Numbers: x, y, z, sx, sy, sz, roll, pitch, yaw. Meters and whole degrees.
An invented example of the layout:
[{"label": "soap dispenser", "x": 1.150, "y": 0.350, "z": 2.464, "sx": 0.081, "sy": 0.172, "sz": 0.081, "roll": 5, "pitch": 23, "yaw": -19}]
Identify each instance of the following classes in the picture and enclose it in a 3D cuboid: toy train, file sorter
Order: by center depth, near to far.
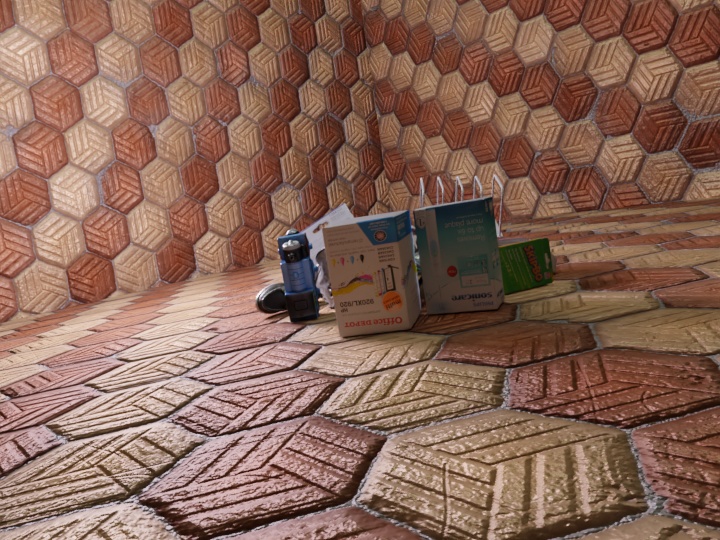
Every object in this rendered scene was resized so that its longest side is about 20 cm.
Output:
[{"label": "toy train", "x": -0.139, "y": 0.012, "z": 1.340, "sx": 0.083, "sy": 0.207, "sz": 0.115, "roll": -8, "pitch": 17, "yaw": 0}, {"label": "file sorter", "x": 0.234, "y": -0.150, "z": 1.403, "sx": 0.192, "sy": 0.129, "sz": 0.140, "roll": -1, "pitch": 24, "yaw": 4}]

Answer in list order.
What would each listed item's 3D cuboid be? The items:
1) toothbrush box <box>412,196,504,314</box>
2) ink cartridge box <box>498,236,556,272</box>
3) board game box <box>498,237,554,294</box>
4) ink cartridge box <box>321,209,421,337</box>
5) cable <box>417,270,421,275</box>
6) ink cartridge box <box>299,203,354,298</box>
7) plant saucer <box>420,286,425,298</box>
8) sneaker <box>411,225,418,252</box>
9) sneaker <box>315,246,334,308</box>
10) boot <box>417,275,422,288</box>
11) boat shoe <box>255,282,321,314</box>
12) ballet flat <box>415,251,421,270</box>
[{"label": "toothbrush box", "x": 0.191, "y": -0.028, "z": 1.137, "sx": 0.142, "sy": 0.208, "sz": 0.085, "roll": -5, "pitch": 8, "yaw": 26}, {"label": "ink cartridge box", "x": 0.331, "y": -0.043, "z": 1.373, "sx": 0.196, "sy": 0.045, "sz": 0.173, "roll": -4, "pitch": -31, "yaw": 41}, {"label": "board game box", "x": 0.310, "y": -0.004, "z": 1.224, "sx": 0.193, "sy": 0.099, "sz": 0.030, "roll": -11, "pitch": 6, "yaw": -13}, {"label": "ink cartridge box", "x": 0.027, "y": 0.003, "z": 1.115, "sx": 0.142, "sy": 0.208, "sz": 0.144, "roll": -7, "pitch": 8, "yaw": 16}, {"label": "cable", "x": 0.170, "y": -0.009, "z": 1.363, "sx": 0.193, "sy": 0.052, "sz": 0.097, "roll": -9, "pitch": 8, "yaw": 5}, {"label": "ink cartridge box", "x": -0.075, "y": -0.057, "z": 1.643, "sx": 0.193, "sy": 0.203, "sz": 0.043, "roll": -32, "pitch": -31, "yaw": 2}, {"label": "plant saucer", "x": 0.206, "y": 0.027, "z": 1.405, "sx": 0.193, "sy": 0.038, "sz": 0.201, "roll": -10, "pitch": 7, "yaw": 1}, {"label": "sneaker", "x": 0.182, "y": -0.052, "z": 1.492, "sx": 0.192, "sy": 0.077, "sz": 0.118, "roll": -3, "pitch": 51, "yaw": 10}, {"label": "sneaker", "x": -0.056, "y": 0.015, "z": 1.404, "sx": 0.074, "sy": 0.117, "sz": 0.202, "roll": -26, "pitch": -16, "yaw": -25}, {"label": "boot", "x": 0.057, "y": 0.015, "z": 1.305, "sx": 0.196, "sy": 0.070, "sz": 0.189, "roll": -5, "pitch": 34, "yaw": 45}, {"label": "boat shoe", "x": -0.177, "y": 0.063, "z": 1.501, "sx": 0.059, "sy": 0.074, "sz": 0.198, "roll": -4, "pitch": 9, "yaw": 43}, {"label": "ballet flat", "x": 0.183, "y": -0.014, "z": 1.268, "sx": 0.195, "sy": 0.074, "sz": 0.072, "roll": 21, "pitch": 12, "yaw": 9}]
